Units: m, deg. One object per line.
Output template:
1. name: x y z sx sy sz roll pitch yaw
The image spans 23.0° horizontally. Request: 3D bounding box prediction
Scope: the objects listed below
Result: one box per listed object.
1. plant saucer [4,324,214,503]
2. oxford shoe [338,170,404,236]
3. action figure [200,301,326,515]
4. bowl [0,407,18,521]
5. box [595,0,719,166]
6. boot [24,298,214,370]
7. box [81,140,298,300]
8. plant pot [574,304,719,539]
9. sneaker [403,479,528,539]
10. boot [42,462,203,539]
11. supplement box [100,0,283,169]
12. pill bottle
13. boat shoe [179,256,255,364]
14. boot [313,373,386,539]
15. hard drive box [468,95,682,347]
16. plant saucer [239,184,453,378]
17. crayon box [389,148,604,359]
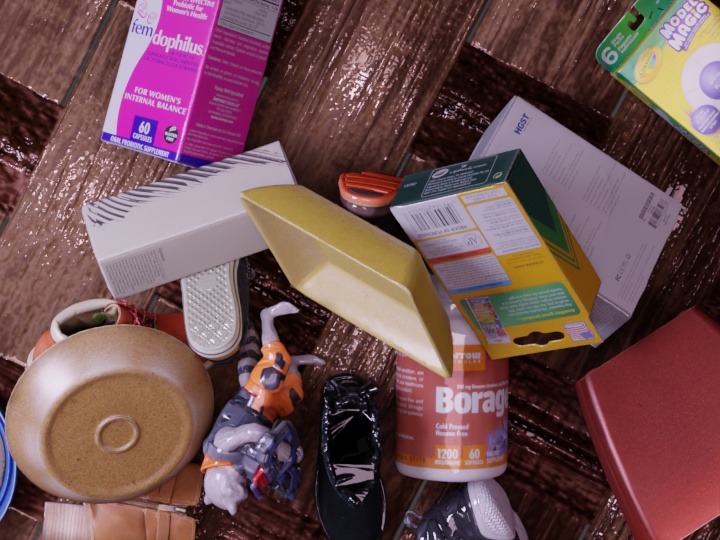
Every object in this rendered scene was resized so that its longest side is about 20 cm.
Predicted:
1. plant saucer: -0.232 0.146 1.666 0.200 0.035 0.200 -8 120 -15
2. oxford shoe: 0.016 -0.054 1.682 0.071 0.200 0.073 12 96 9
3. action figure: -0.100 0.151 1.727 0.105 0.200 0.194 19 64 11
4. bowl: -0.440 0.192 1.766 0.200 0.039 0.201 0 94 -2
5. box: 0.342 -0.195 1.759 0.200 0.048 0.117 39 92 -3
6. boot: -0.216 0.067 1.705 0.200 0.107 0.075 -9 60 -28
7. box: -0.155 -0.047 1.677 0.200 0.082 0.068 -19 61 -7
8. plant pot: 0.313 0.145 1.721 0.200 0.200 0.176 -33 82 1
9. sneaker: 0.120 0.305 1.780 0.114 0.075 0.200 -23 106 15
10. boot: -0.231 0.189 1.758 0.155 0.077 0.200 5 84 -9
11. supplement box: -0.158 -0.202 1.697 0.101 0.103 0.200 17 93 32
12. pill bottle: 0.090 0.101 1.739 0.112 0.112 0.200 0 95 -2
13. boat shoe: -0.142 0.001 1.729 0.075 0.062 0.200 -6 62 4
14. boot: -0.008 0.195 1.718 0.073 0.162 0.198 -3 95 -4
15. hard drive box: 0.189 -0.049 1.713 0.200 0.077 0.156 34 56 -4
16. plant saucer: 0.000 0.000 1.636 0.200 0.200 0.048 30 75 26
17. crayon box: 0.132 -0.012 1.615 0.126 0.052 0.200 -11 127 35
